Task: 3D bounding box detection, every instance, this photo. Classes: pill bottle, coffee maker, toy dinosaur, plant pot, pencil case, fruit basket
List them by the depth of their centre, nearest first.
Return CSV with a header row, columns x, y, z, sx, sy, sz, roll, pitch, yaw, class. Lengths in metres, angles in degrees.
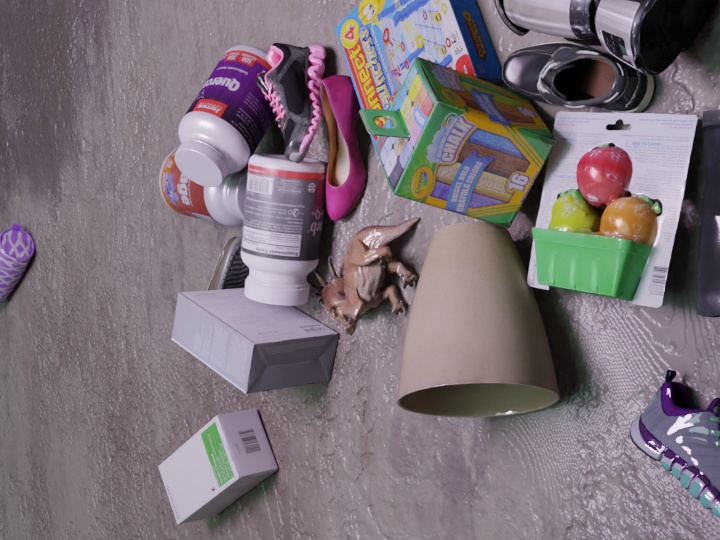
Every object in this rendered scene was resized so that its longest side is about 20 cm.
x,y,z,sx,sy,sz,roll,pitch,yaw,class
0.260,-0.316,1.159,0.199,0.134,0.195,28,103,39,coffee maker
0.270,-0.069,1.218,0.184,0.093,0.203,9,83,47,fruit basket
0.133,0.053,1.309,0.186,0.186,0.203,-20,64,46,plant pot
0.000,0.000,1.513,0.135,0.085,0.202,43,117,46,toy dinosaur
-0.111,-0.059,1.606,0.115,0.115,0.203,16,104,46,pill bottle
-0.188,-0.221,1.622,0.112,0.112,0.202,-13,42,47,pill bottle
-0.213,-0.129,1.719,0.199,0.111,0.114,14,102,47,pill bottle
-0.749,-0.006,2.354,0.200,0.083,0.086,-43,38,39,pencil case

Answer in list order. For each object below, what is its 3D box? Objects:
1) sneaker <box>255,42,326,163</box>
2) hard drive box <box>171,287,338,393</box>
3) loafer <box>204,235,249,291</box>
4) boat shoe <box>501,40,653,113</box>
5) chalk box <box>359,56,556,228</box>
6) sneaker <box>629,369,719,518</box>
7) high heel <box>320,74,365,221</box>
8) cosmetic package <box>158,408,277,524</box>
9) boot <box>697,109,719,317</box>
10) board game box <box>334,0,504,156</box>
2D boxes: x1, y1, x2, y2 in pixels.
x,y,z,sx,sy,sz,roll,pitch,yaw,class
-0.102,-0.236,1.558,0.079,0.094,0.202,124,153,-52,sneaker
-0.155,0.096,1.632,0.199,0.154,0.078,29,113,45,hard drive box
-0.216,0.031,1.757,0.069,0.075,0.202,36,118,36,loafer
0.228,-0.219,1.256,0.199,0.067,0.073,22,109,47,boat shoe
0.097,-0.153,1.284,0.125,0.197,0.125,-62,25,28,chalk box
0.358,0.183,1.123,0.200,0.074,0.089,39,114,41,sneaker
-0.036,-0.164,1.531,0.067,0.095,0.202,36,117,41,high heel
-0.226,0.310,1.773,0.200,0.084,0.109,-42,64,39,cosmetic package
0.396,-0.053,1.072,0.164,0.065,0.203,3,91,57,boot
0.070,-0.278,1.438,0.195,0.055,0.203,-35,66,43,board game box
